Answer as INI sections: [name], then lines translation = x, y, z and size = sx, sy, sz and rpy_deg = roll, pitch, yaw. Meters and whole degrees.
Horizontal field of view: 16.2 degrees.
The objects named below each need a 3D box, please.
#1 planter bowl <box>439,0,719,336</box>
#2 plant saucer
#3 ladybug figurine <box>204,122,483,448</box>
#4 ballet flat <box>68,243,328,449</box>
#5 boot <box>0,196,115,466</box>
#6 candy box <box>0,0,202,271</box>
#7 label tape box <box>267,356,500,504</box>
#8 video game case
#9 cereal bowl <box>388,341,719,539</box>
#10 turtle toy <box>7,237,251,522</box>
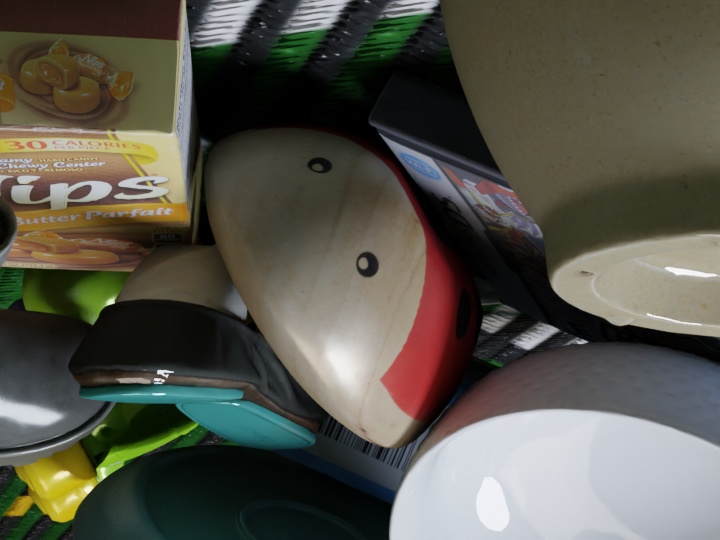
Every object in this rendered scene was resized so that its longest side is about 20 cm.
[planter bowl]
translation = 0.114, -0.057, 0.706
size = 0.198, 0.136, 0.200
rpy_deg = 3, 166, 1
[plant saucer]
translation = -0.026, 0.126, 1.103
size = 0.199, 0.028, 0.200
rpy_deg = 18, -162, -6
[ladybug figurine]
translation = 0.000, 0.000, 1.004
size = 0.072, 0.136, 0.200
rpy_deg = -29, 168, 6
[ballet flat]
translation = -0.064, 0.028, 1.002
size = 0.067, 0.069, 0.200
rpy_deg = -1, 170, 15
[boot]
translation = -0.157, 0.013, 0.959
size = 0.180, 0.073, 0.200
rpy_deg = -4, 155, -23
[candy box]
translation = -0.120, -0.049, 0.954
size = 0.114, 0.056, 0.200
rpy_deg = 2, 167, -1
[label tape box]
translation = 0.041, 0.075, 1.216
size = 0.142, 0.067, 0.200
rpy_deg = 23, -177, 4
[video game case]
translation = 0.115, 0.005, 0.964
size = 0.199, 0.026, 0.181
rpy_deg = 24, 167, 28
[cereal bowl]
translation = 0.117, 0.104, 1.012
size = 0.198, 0.084, 0.201
rpy_deg = 13, 131, 16
[turtle toy]
translation = -0.107, 0.032, 1.163
size = 0.145, 0.102, 0.200
rpy_deg = -29, 169, -8
